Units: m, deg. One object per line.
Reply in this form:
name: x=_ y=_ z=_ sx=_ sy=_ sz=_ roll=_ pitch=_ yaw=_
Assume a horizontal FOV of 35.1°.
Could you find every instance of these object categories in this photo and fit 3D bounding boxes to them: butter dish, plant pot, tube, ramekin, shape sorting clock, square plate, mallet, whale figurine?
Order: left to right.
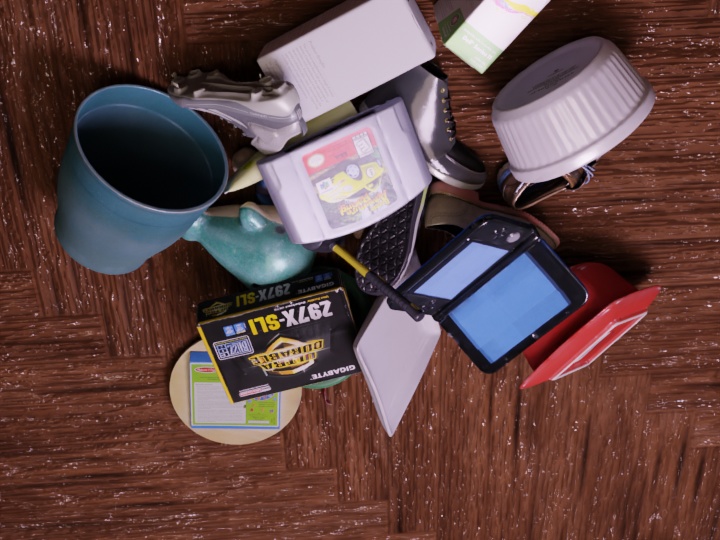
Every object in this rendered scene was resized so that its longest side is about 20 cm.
plant pot: x=-0.296 y=-0.098 z=1.446 sx=0.200 sy=0.201 sz=0.188 roll=23 pitch=134 yaw=-19
shape sorting clock: x=-0.189 y=0.178 z=1.728 sx=0.199 sy=0.039 sz=0.201 roll=-1 pitch=121 yaw=-2
whale figurine: x=-0.160 y=-0.031 z=1.537 sx=0.199 sy=0.104 sz=0.159 roll=17 pitch=151 yaw=-3
tube: x=-0.094 y=-0.157 z=1.455 sx=0.200 sy=0.052 sz=0.058 roll=-34 pitch=152 yaw=-4
mallet: x=0.000 y=0.000 z=1.459 sx=0.066 sy=0.200 sz=0.041 roll=10 pitch=117 yaw=-55
square plate: x=0.049 y=0.096 z=1.594 sx=0.028 sy=0.200 sz=0.198 roll=8 pitch=140 yaw=27
ramekin: x=0.253 y=-0.205 z=1.403 sx=0.202 sy=0.203 sz=0.094 roll=-30 pitch=109 yaw=16
butter dish: x=0.295 y=0.052 z=1.617 sx=0.200 sy=0.199 sz=0.148 roll=-47 pitch=71 yaw=29

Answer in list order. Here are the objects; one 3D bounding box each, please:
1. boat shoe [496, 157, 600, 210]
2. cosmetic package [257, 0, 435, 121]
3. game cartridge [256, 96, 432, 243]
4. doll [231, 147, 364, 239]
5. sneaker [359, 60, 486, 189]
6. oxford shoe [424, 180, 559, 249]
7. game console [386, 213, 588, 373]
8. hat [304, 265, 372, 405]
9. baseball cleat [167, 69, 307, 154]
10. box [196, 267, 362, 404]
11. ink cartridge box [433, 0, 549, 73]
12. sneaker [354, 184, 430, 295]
boat shoe: x=0.278 y=-0.142 z=1.512 sx=0.200 sy=0.073 sz=0.072 roll=-34 pitch=130 yaw=21
cosmetic package: x=-0.016 y=-0.269 z=1.394 sx=0.199 sy=0.074 sz=0.102 roll=-24 pitch=114 yaw=16
game cartridge: x=-0.015 y=-0.118 z=1.429 sx=0.199 sy=0.041 sz=0.133 roll=-25 pitch=116 yaw=-4
doll: x=-0.077 y=-0.117 z=1.525 sx=0.199 sy=0.049 sz=0.137 roll=22 pitch=122 yaw=-11
sneaker: x=0.107 y=-0.189 z=1.470 sx=0.200 sy=0.075 sz=0.106 roll=32 pitch=117 yaw=-22
oxford shoe: x=0.176 y=-0.053 z=1.558 sx=0.199 sy=0.074 sz=0.071 roll=20 pitch=162 yaw=-9
game console: x=0.167 y=0.037 z=1.506 sx=0.200 sy=0.119 sz=0.170 roll=-42 pitch=149 yaw=28
hat: x=-0.064 y=0.087 z=1.687 sx=0.165 sy=0.176 sz=0.200 roll=34 pitch=94 yaw=1
baseball cleat: x=-0.154 y=-0.193 z=1.408 sx=0.200 sy=0.070 sz=0.107 roll=13 pitch=135 yaw=37
box: x=-0.103 y=0.091 z=1.533 sx=0.199 sy=0.049 sz=0.160 roll=-14 pitch=128 yaw=3
ink cartridge box: x=0.180 y=-0.344 z=1.341 sx=0.067 sy=0.117 sz=0.200 roll=32 pitch=118 yaw=-24
sneaker: x=0.056 y=-0.060 z=1.526 sx=0.072 sy=0.083 sz=0.201 roll=23 pitch=98 yaw=19
